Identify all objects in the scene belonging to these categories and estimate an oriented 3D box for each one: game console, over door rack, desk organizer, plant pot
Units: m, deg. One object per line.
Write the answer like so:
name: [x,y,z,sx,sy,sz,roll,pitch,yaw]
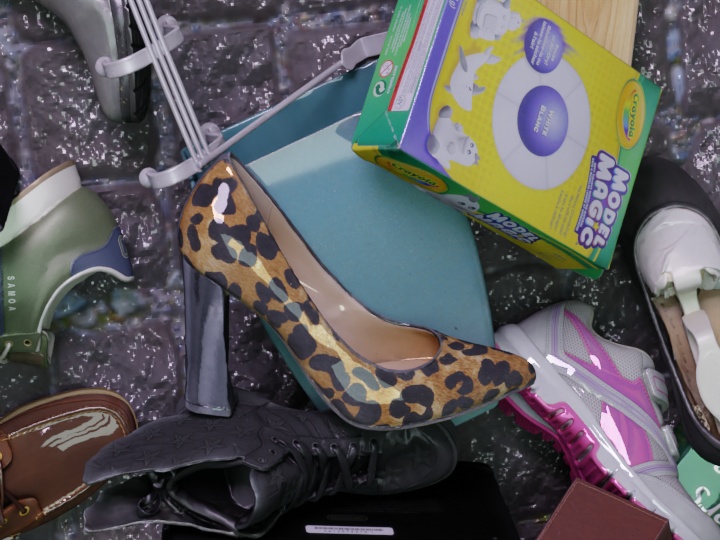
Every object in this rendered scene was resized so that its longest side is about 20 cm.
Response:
game console: [-0.018,0.175,1.041,0.197,0.176,0.118,2,110,-8]
over door rack: [-0.077,-0.154,1.013,0.199,0.066,0.149,-35,113,-35]
desk organizer: [0.157,0.223,1.093,0.077,0.071,0.201,-51,145,-25]
plant pot: [0.000,0.000,1.043,0.140,0.141,0.202,-25,105,-3]

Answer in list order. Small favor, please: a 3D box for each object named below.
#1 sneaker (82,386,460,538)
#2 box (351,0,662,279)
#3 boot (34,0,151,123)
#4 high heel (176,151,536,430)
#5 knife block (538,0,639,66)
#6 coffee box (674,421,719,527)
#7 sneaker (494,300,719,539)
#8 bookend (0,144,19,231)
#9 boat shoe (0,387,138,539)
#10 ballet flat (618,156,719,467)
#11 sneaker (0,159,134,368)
sneaker: [-0.046,0.111,0.957,0.197,0.104,0.061,6,115,3]
box: [0.094,-0.079,0.977,0.199,0.048,0.119,27,76,-39]
boot: [-0.201,-0.175,1.032,0.129,0.068,0.202,-12,98,4]
high heel: [0.000,0.009,0.939,0.197,0.072,0.144,1,110,-4]
knife block: [0.139,-0.144,1.073,0.175,0.064,0.200,-40,102,1]
coffee box: [0.267,0.128,1.147,0.123,0.044,0.201,39,93,-12]
sneaker: [0.164,0.096,1.092,0.088,0.081,0.201,-38,85,-19]
bookend: [-0.297,-0.023,0.966,0.199,0.199,0.093,-34,104,0]
boat shoe: [-0.226,0.137,1.070,0.198,0.068,0.073,-25,102,-3]
ballet flat: [0.211,0.023,1.085,0.067,0.068,0.202,-19,86,5]
sneaker: [-0.223,0.030,1.051,0.200,0.067,0.090,-40,97,-3]
